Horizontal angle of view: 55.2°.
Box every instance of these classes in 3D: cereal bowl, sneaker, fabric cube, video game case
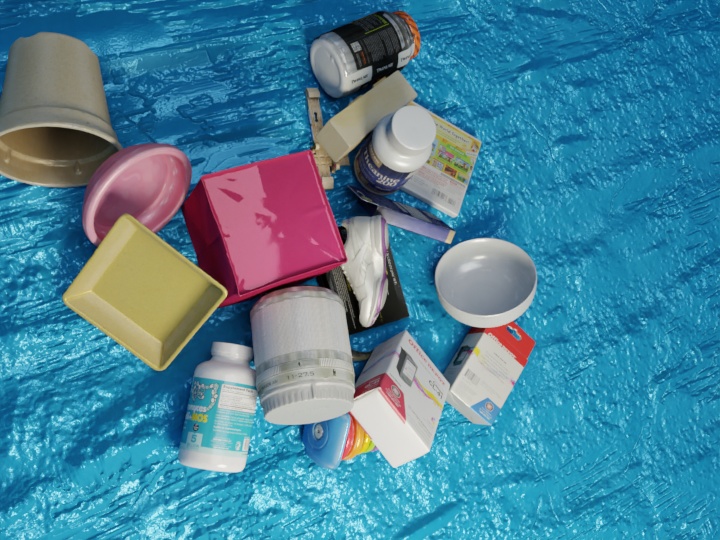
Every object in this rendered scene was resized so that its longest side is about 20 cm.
[{"bbox_3d":[0.244,0.034,1.355,0.199,0.084,0.201,-4,48,5],"label":"cereal bowl"},{"bbox_3d":[0.000,0.000,1.242,0.099,0.075,0.201,2,93,10],"label":"sneaker"},{"bbox_3d":[-0.167,-0.063,1.158,0.195,0.199,0.201,-17,89,-26],"label":"fabric cube"},{"bbox_3d":[0.141,-0.232,1.418,0.199,0.023,0.183,26,72,-17],"label":"video game case"}]

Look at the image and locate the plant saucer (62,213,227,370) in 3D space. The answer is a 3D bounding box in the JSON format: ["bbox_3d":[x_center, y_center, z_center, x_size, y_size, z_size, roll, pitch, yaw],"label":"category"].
[{"bbox_3d":[-0.340,0.032,1.104,0.200,0.048,0.200,39,110,-11],"label":"plant saucer"}]

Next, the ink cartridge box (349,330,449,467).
[{"bbox_3d":[0.071,0.222,1.222,0.148,0.085,0.200,51,30,-10],"label":"ink cartridge box"}]

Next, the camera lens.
[{"bbox_3d":[-0.095,0.135,1.131,0.159,0.160,0.201,2,63,-23],"label":"camera lens"}]

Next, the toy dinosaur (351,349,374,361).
[{"bbox_3d":[-0.061,0.165,1.254,0.199,0.047,0.089,17,69,-24],"label":"toy dinosaur"}]

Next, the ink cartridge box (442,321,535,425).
[{"bbox_3d":[0.250,0.191,1.371,0.116,0.067,0.200,41,68,-13],"label":"ink cartridge box"}]

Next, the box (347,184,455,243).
[{"bbox_3d":[0.071,-0.108,1.315,0.199,0.121,0.033,18,104,-20],"label":"box"}]

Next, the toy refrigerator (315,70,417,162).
[{"bbox_3d":[0.010,-0.297,1.313,0.200,0.076,0.070,-42,95,-28],"label":"toy refrigerator"}]

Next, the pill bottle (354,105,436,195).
[{"bbox_3d":[0.065,-0.220,1.261,0.110,0.200,0.112,4,76,-15],"label":"pill bottle"}]

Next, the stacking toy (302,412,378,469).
[{"bbox_3d":[0.003,0.288,1.241,0.199,0.116,0.110,9,99,-39],"label":"stacking toy"}]

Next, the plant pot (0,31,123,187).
[{"bbox_3d":[-0.475,-0.256,1.073,0.199,0.200,0.185,-1,72,-24],"label":"plant pot"}]

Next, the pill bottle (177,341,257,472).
[{"bbox_3d":[-0.228,0.222,1.134,0.110,0.111,0.201,14,76,-21],"label":"pill bottle"}]

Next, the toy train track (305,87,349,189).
[{"bbox_3d":[-0.076,-0.256,1.320,0.114,0.033,0.201,-7,83,-24],"label":"toy train track"}]

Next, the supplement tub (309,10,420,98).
[{"bbox_3d":[0.012,-0.425,1.337,0.199,0.122,0.123,-30,94,-24],"label":"supplement tub"}]

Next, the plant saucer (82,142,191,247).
[{"bbox_3d":[-0.361,-0.124,1.099,0.051,0.201,0.200,40,65,17],"label":"plant saucer"}]

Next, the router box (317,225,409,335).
[{"bbox_3d":[-0.004,0.013,1.297,0.148,0.051,0.201,-14,87,-27],"label":"router box"}]
